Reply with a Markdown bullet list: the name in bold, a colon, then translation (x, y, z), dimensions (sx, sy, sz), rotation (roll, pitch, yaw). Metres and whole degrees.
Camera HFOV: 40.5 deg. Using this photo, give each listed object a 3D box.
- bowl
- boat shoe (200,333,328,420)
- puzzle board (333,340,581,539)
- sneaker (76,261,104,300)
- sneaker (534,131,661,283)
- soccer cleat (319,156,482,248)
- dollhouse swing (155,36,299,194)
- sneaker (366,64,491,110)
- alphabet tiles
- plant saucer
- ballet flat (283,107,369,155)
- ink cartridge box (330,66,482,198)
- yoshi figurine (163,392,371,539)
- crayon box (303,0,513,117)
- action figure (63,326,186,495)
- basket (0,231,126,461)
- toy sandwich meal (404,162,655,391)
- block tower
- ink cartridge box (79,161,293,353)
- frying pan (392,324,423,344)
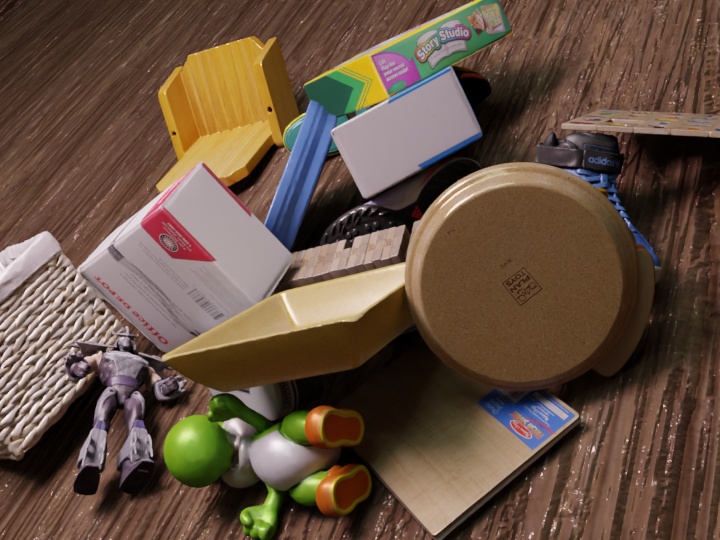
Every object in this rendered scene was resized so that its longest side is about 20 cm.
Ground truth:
- **bowl**: translation (-0.076, -0.094, 1.128), dimensions (0.201, 0.039, 0.203), rotation (-159, 89, -84)
- **boat shoe**: translation (-0.101, 0.101, 0.968), dimensions (0.063, 0.072, 0.199), rotation (-13, 16, -31)
- **puzzle board**: translation (0.072, 0.128, 0.830), dimensions (0.150, 0.018, 0.200), rotation (-36, 33, -12)
- **sneaker**: translation (-0.293, 0.000, 1.247), dimensions (0.085, 0.075, 0.199), rotation (-47, 35, -18)
- **sneaker**: translation (0.212, -0.066, 0.888), dimensions (0.076, 0.113, 0.200), rotation (8, 17, -22)
- **soccer cleat**: translation (0.046, -0.064, 1.086), dimensions (0.198, 0.069, 0.073), rotation (-29, 11, 4)
- **dollhouse swing**: translation (-0.222, -0.225, 1.432), dimensions (0.198, 0.184, 0.176), rotation (-7, 17, 31)
- **sneaker**: translation (0.076, -0.193, 1.223), dimensions (0.199, 0.070, 0.090), rotation (-38, 29, -16)
- **alphabet tiles**: translation (0.310, -0.140, 0.936), dimensions (0.197, 0.008, 0.167), rotation (8, 16, 25)
- **plant saucer**: translation (-0.037, 0.050, 0.847), dimensions (0.198, 0.049, 0.200), rotation (-13, 9, 30)
- **ballet flat**: translation (-0.010, -0.207, 1.335), dimensions (0.198, 0.068, 0.067), rotation (-23, 11, 6)
- **ink cartridge box**: translation (0.052, -0.152, 1.100), dimensions (0.145, 0.085, 0.200), rotation (-28, 4, 6)
- **yoshi figurine**: translation (-0.094, 0.160, 0.835), dimensions (0.198, 0.112, 0.113), rotation (-5, 46, 41)
- **crayon box**: translation (0.055, -0.252, 1.170), dimensions (0.199, 0.059, 0.172), rotation (-32, 14, -26)
- **action figure**: translation (-0.244, 0.132, 1.005), dimensions (0.128, 0.070, 0.202), rotation (8, 42, -16)
- **basket**: translation (-0.397, 0.087, 1.094), dimensions (0.197, 0.161, 0.201), rotation (-12, 33, 52)
- **toy sandwich meal**: translation (0.135, 0.003, 0.787), dimensions (0.203, 0.207, 0.070), rotation (-21, 12, 13)
- **block tower**: translation (0.000, 0.000, 1.029), dimensions (0.198, 0.058, 0.054), rotation (-15, 33, 24)
- **ink cartridge box**: translation (-0.191, -0.006, 1.055), dimensions (0.199, 0.145, 0.084), rotation (-26, 25, 46)
- **frying pan**: translation (0.034, 0.049, 0.946), dimensions (0.188, 0.031, 0.115), rotation (-26, 15, 26)
